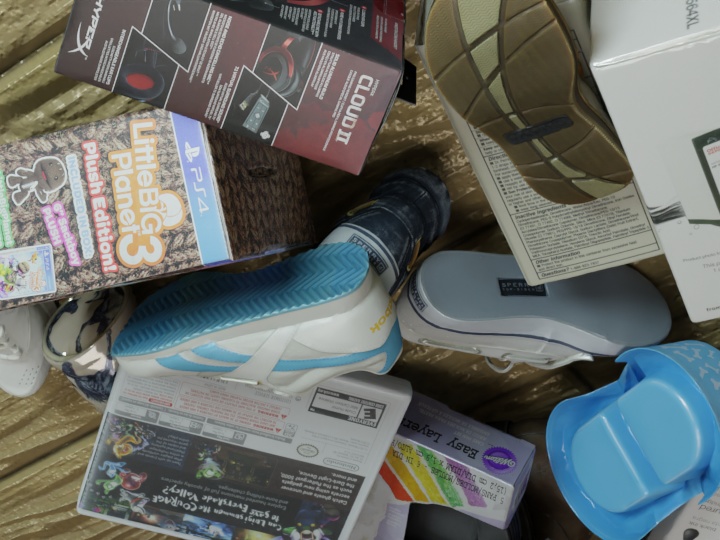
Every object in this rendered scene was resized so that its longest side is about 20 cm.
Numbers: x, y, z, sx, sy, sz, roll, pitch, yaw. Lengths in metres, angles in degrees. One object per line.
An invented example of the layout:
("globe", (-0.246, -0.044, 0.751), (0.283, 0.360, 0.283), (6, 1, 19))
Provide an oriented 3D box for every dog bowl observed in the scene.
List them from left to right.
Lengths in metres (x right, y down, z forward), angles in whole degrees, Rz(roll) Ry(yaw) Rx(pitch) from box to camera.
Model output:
("dog bowl", (0.204, 0.117, 1.114), (0.049, 0.112, 0.200), (-20, 164, -29))

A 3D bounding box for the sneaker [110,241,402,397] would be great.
("sneaker", (-0.070, 0.045, 1.016), (0.199, 0.077, 0.081), (-10, 128, 28))

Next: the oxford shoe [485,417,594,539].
("oxford shoe", (0.163, 0.194, 1.251), (0.084, 0.073, 0.200), (-13, 129, 15))

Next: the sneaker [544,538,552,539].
("sneaker", (0.143, 0.270, 1.192), (0.095, 0.079, 0.200), (42, 162, 24))

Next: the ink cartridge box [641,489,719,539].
("ink cartridge box", (0.290, 0.205, 1.238), (0.146, 0.083, 0.200), (14, 132, -7))

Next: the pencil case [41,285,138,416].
("pencil case", (-0.148, 0.092, 1.187), (0.078, 0.090, 0.200), (-26, 122, 23))

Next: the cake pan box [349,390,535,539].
("cake pan box", (0.030, 0.171, 1.221), (0.199, 0.052, 0.185), (23, 136, 14))

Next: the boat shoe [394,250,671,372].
("boat shoe", (0.112, 0.037, 1.101), (0.201, 0.075, 0.086), (2, 152, -26))

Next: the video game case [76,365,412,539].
("video game case", (-0.086, 0.126, 1.143), (0.199, 0.023, 0.182), (15, 122, -11))

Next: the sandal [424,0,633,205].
("sandal", (0.095, -0.107, 0.887), (0.080, 0.054, 0.200), (-14, 144, 25))

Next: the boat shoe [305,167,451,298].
("boat shoe", (0.000, 0.000, 1.100), (0.071, 0.091, 0.200), (46, 153, -1))

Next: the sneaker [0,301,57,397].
("sneaker", (-0.266, 0.023, 1.138), (0.074, 0.087, 0.200), (-2, 133, 7))

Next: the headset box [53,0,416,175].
("headset box", (-0.059, -0.143, 0.917), (0.199, 0.149, 0.075), (18, 122, -10))

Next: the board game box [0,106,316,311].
("board game box", (-0.152, -0.039, 1.004), (0.199, 0.159, 0.097), (-12, 91, 16))

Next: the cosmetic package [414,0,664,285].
("cosmetic package", (0.117, -0.098, 0.983), (0.103, 0.087, 0.200), (-13, 130, 19))

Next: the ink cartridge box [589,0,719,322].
("ink cartridge box", (0.202, -0.094, 0.936), (0.084, 0.146, 0.200), (-14, 128, 21))
